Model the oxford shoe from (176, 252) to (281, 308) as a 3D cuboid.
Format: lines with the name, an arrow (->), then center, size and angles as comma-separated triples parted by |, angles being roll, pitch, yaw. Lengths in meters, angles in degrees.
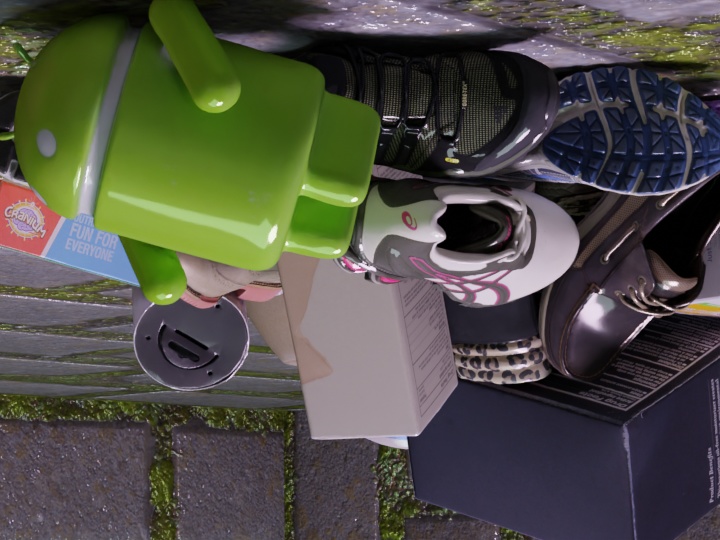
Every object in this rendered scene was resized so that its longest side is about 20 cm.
oxford shoe -> -0.081, -0.023, 1.450 | 0.074, 0.071, 0.200 | -33, 171, 19

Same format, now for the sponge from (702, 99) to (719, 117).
sponge -> 0.199, -0.088, 1.484 | 0.200, 0.030, 0.112 | -3, 173, 17

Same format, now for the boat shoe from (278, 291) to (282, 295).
boat shoe -> -0.055, -0.034, 1.614 | 0.068, 0.072, 0.200 | -8, 152, 0

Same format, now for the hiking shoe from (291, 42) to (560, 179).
hiking shoe -> 0.012, -0.091, 1.264 | 0.200, 0.076, 0.101 | -4, 175, 27

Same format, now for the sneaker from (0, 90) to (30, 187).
sneaker -> -0.146, -0.077, 1.401 | 0.200, 0.078, 0.090 | 10, 174, -19

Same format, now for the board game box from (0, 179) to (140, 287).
board game box -> -0.245, -0.038, 1.489 | 0.200, 0.040, 0.153 | 15, 178, 44

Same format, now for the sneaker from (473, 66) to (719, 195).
sneaker -> 0.131, -0.087, 1.372 | 0.200, 0.077, 0.085 | 6, -179, 16

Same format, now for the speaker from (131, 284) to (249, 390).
speaker -> -0.124, 0.004, 1.574 | 0.081, 0.081, 0.200 | 0, -153, -6

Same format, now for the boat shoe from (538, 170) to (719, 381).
boat shoe -> 0.178, -0.008, 1.406 | 0.074, 0.200, 0.073 | 8, -151, -31

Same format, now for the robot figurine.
robot figurine -> -0.094, -0.069, 1.187 | 0.200, 0.116, 0.176 | 15, 138, -4

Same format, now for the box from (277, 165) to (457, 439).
box -> 0.000, 0.000, 1.415 | 0.078, 0.200, 0.095 | -3, -163, 21

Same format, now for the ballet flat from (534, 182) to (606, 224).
ballet flat -> 0.147, -0.044, 1.525 | 0.067, 0.046, 0.200 | -2, 175, -2

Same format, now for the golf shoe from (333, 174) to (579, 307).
golf shoe -> 0.074, -0.016, 1.327 | 0.200, 0.077, 0.088 | 2, 179, -44

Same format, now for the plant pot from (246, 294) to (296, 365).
plant pot -> -0.018, 0.008, 1.791 | 0.200, 0.135, 0.200 | 0, 172, 0

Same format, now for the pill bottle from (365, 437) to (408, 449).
pill bottle -> 0.038, 0.025, 1.651 | 0.114, 0.200, 0.114 | -1, -143, 1

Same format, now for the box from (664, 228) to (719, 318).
box -> 0.288, -0.030, 1.437 | 0.200, 0.101, 0.112 | -9, 169, 44

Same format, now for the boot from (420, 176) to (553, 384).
boot -> 0.044, -0.007, 1.502 | 0.204, 0.154, 0.073 | 9, -152, 45

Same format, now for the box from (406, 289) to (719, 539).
box -> 0.166, 0.096, 1.567 | 0.200, 0.123, 0.198 | 14, -150, 40
